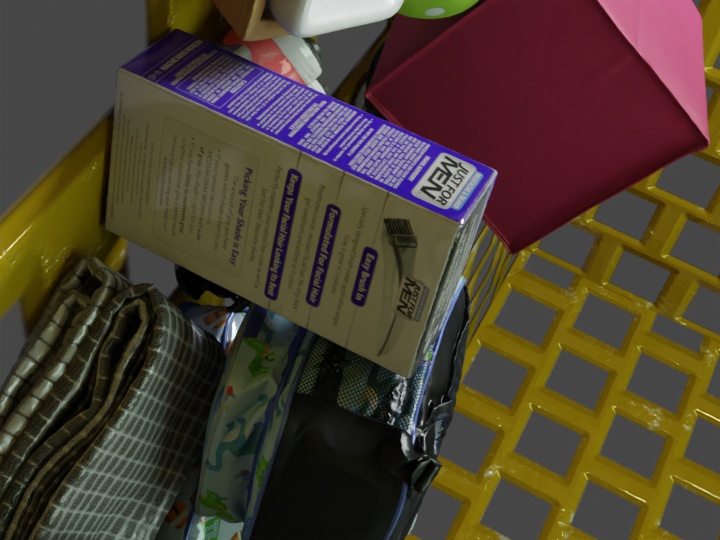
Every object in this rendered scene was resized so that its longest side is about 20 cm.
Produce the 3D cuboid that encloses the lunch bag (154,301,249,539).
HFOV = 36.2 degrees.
[{"bbox_3d":[-0.097,0.134,0.811,0.160,0.075,0.202,42,54,-56],"label":"lunch bag"}]

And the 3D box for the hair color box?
[{"bbox_3d":[-0.037,-0.038,0.599,0.065,0.198,0.110,-50,162,-48],"label":"hair color box"}]

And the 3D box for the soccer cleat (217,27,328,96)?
[{"bbox_3d":[-0.060,-0.113,0.723,0.073,0.068,0.200,-37,172,-2],"label":"soccer cleat"}]

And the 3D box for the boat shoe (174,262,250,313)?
[{"bbox_3d":[-0.085,-0.006,0.759,0.201,0.070,0.092,88,24,-66],"label":"boat shoe"}]

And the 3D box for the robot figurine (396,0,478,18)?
[{"bbox_3d":[0.053,-0.261,0.743,0.174,0.116,0.201,-20,143,-34],"label":"robot figurine"}]

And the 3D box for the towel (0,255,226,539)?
[{"bbox_3d":[-0.159,0.110,0.657,0.202,0.085,0.166,-62,168,-10],"label":"towel"}]

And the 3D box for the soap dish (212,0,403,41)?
[{"bbox_3d":[-0.010,-0.231,0.590,0.157,0.081,0.202,-33,148,-59],"label":"soap dish"}]

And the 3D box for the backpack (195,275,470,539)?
[{"bbox_3d":[-0.013,0.080,0.698,0.201,0.145,0.184,-62,172,-47],"label":"backpack"}]

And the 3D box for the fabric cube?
[{"bbox_3d":[0.151,-0.176,0.901,0.195,0.200,0.200,-30,-154,33],"label":"fabric cube"}]

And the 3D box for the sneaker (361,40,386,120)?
[{"bbox_3d":[0.020,-0.117,1.025,0.202,0.073,0.081,-64,172,3],"label":"sneaker"}]
